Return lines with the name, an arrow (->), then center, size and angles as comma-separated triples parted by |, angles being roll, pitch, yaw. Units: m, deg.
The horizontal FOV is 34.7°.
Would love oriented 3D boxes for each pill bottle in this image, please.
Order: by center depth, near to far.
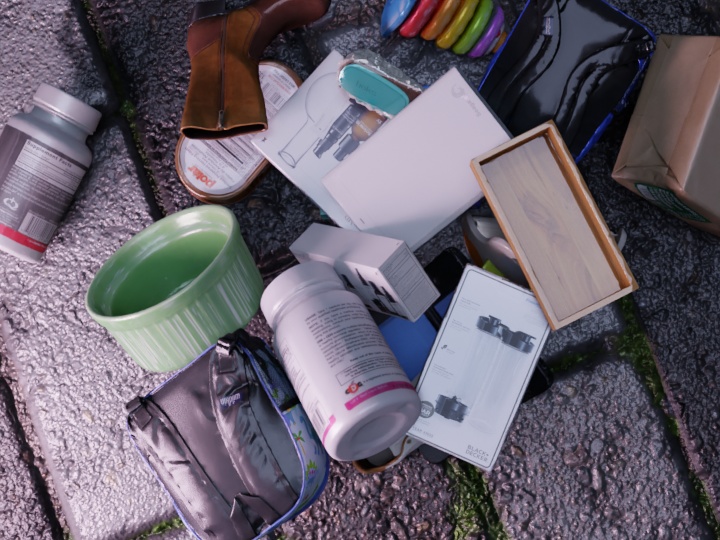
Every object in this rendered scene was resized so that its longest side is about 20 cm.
pill bottle -> -0.026, 0.094, 1.252 | 0.113, 0.114, 0.201 | -31, 60, 0
pill bottle -> -0.395, -0.121, 1.399 | 0.110, 0.111, 0.201 | 27, 87, 4

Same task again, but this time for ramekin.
ramekin -> -0.209, 0.024, 1.340 | 0.199, 0.200, 0.098 | -30, 120, 0

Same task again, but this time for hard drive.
hard drive -> 0.071, -0.114, 1.296 | 0.200, 0.026, 0.132 | -38, 96, 18

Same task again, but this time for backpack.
backpack -> -0.132, 0.193, 1.285 | 0.182, 0.147, 0.201 | -35, 79, 15
backpack -> 0.231, -0.211, 1.341 | 0.162, 0.168, 0.201 | 33, 97, 9

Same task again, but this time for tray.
tray -> 0.205, -0.048, 1.231 | 0.098, 0.037, 0.201 | -26, 83, -1

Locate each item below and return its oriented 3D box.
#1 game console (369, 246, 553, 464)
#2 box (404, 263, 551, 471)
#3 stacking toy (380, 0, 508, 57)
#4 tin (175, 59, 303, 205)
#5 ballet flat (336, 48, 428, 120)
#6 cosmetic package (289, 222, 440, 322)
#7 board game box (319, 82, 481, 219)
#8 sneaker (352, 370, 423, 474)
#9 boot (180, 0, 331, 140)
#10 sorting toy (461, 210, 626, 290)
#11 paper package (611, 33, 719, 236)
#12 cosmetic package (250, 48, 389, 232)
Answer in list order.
game console -> 0.099, 0.104, 1.366 | 0.116, 0.176, 0.201 | -34, 85, -30
box -> 0.131, 0.106, 1.281 | 0.116, 0.060, 0.202 | 22, 89, 5
stacking toy -> 0.133, -0.300, 1.411 | 0.199, 0.110, 0.117 | 30, 77, -11
tin -> -0.147, -0.173, 1.432 | 0.112, 0.042, 0.200 | 40, 88, 9
ballet flat -> 0.065, -0.192, 1.324 | 0.199, 0.072, 0.072 | 36, 88, -2
cosmetic package -> 0.000, 0.000, 1.324 | 0.051, 0.199, 0.083 | -43, 117, -19
board game box -> 0.045, -0.146, 1.419 | 0.198, 0.045, 0.154 | -4, 86, 2
sneaker -> 0.067, 0.171, 1.340 | 0.073, 0.085, 0.200 | 45, 111, 10
boot -> -0.122, -0.252, 1.375 | 0.186, 0.069, 0.202 | -6, 54, 2
sorting toy -> 0.214, -0.014, 1.335 | 0.198, 0.180, 0.108 | 6, 86, 3
paper package -> 0.408, -0.150, 1.328 | 0.103, 0.199, 0.192 | 16, 85, 48
cosmetic package -> -0.008, -0.138, 1.373 | 0.200, 0.052, 0.151 | 42, 91, 4
